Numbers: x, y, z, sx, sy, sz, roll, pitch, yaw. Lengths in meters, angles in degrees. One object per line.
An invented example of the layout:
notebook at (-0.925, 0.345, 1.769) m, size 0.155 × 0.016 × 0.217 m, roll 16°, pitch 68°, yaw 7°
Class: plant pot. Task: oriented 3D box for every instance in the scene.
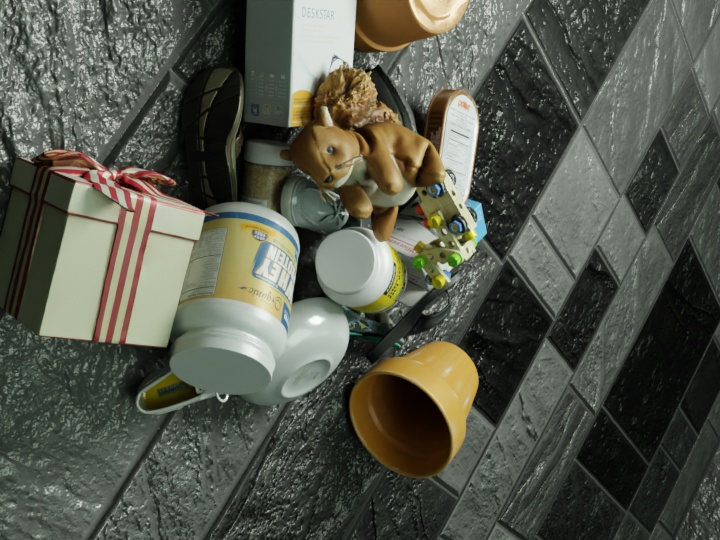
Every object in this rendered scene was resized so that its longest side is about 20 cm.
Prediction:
plant pot at (0.064, -0.412, 1.154) m, size 0.199 × 0.139 × 0.203 m, roll -16°, pitch 114°, yaw -40°
plant pot at (0.110, 0.218, 1.395) m, size 0.183 × 0.198 × 0.203 m, roll -36°, pitch 128°, yaw -49°

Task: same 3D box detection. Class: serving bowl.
serving bowl at (-0.094, 0.131, 1.174) m, size 0.199 × 0.066 × 0.201 m, roll -29°, pitch 151°, yaw -17°

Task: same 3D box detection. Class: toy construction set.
toy construction set at (0.096, -0.073, 1.187) m, size 0.200 × 0.130 × 0.092 m, roll 49°, pitch 44°, yaw -17°

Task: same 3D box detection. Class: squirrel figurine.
squirrel figurine at (-0.015, -0.161, 1.048) m, size 0.185 × 0.141 × 0.202 m, roll 10°, pitch 54°, yaw -38°

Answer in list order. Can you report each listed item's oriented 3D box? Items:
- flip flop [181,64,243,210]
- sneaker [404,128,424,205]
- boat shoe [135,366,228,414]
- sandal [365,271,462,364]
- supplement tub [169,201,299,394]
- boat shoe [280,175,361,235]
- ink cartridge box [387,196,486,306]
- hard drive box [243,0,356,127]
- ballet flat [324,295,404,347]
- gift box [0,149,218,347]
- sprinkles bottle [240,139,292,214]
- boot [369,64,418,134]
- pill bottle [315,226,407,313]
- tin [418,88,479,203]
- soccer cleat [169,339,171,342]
flip flop at (-0.183, -0.162, 1.052) m, size 0.058 × 0.080 × 0.203 m, roll -34°, pitch 125°, yaw -75°
sneaker at (0.123, -0.160, 1.342) m, size 0.201 × 0.074 × 0.106 m, roll -53°, pitch 130°, yaw -19°
boat shoe at (-0.202, 0.135, 1.056) m, size 0.200 × 0.086 × 0.075 m, roll -20°, pitch 97°, yaw 1°
sandal at (0.093, 0.081, 1.280) m, size 0.200 × 0.048 × 0.075 m, roll -45°, pitch 177°, yaw 6°
supplement tub at (-0.155, 0.034, 0.998) m, size 0.145 × 0.143 × 0.202 m, roll 42°, pitch 42°, yaw -44°
boat shoe at (-0.049, -0.087, 1.157) m, size 0.201 × 0.071 × 0.071 m, roll 21°, pitch 79°, yaw -70°
ink cartridge box at (0.100, -0.043, 1.329) m, size 0.200 × 0.115 × 0.067 m, roll -43°, pitch 136°, yaw -26°
hard drive box at (-0.078, -0.297, 1.072) m, size 0.155 × 0.076 × 0.203 m, roll -24°, pitch 121°, yaw -57°
ballet flat at (0.006, 0.080, 1.322) m, size 0.199 × 0.074 × 0.075 m, roll 18°, pitch 92°, yaw -49°
gift box at (-0.283, -0.026, 0.911) m, size 0.183 × 0.199 × 0.189 m, roll 10°, pitch 96°, yaw -50°
sprinkles bottle at (-0.135, -0.077, 1.125) m, size 0.068 × 0.068 × 0.203 m, roll -5°, pitch 108°, yaw -43°
boot at (0.024, -0.198, 1.226) m, size 0.202 × 0.131 × 0.070 m, roll 65°, pitch 14°, yaw 11°
pill bottle at (0.000, 0.000, 1.174) m, size 0.200 × 0.111 × 0.114 m, roll 29°, pitch 83°, yaw -76°
tin at (0.141, -0.185, 1.283) m, size 0.111 × 0.041 × 0.203 m, roll 9°, pitch 89°, yaw -56°
soccer cleat at (-0.177, 0.053, 1.120) m, size 0.198 × 0.070 × 0.087 m, roll -10°, pitch 128°, yaw -40°
